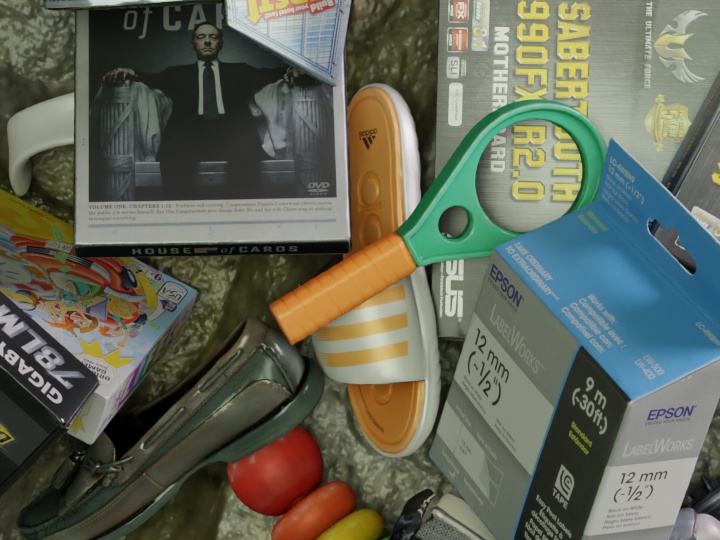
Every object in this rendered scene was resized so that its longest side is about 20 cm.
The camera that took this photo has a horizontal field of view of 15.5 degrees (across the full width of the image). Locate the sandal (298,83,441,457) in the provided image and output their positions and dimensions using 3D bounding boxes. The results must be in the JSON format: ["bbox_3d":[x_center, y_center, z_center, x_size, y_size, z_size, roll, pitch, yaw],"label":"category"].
[{"bbox_3d":[-0.005,0.000,1.455,0.059,0.079,0.208,-1,83,-36],"label":"sandal"}]

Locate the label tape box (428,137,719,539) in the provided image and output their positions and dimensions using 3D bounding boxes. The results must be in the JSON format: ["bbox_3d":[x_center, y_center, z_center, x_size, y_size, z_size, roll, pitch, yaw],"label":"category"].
[{"bbox_3d":[0.115,0.053,1.358,0.066,0.143,0.201,-4,124,-29],"label":"label tape box"}]

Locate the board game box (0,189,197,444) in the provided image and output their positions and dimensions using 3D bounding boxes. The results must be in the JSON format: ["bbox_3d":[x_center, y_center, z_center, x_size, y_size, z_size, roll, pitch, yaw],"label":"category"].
[{"bbox_3d":[-0.205,0.008,1.455,0.199,0.135,0.034,27,121,5],"label":"board game box"}]

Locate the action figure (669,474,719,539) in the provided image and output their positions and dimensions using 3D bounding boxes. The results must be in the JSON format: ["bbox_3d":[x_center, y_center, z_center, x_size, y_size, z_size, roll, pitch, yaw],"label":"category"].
[{"bbox_3d":[0.206,0.168,1.426,0.193,0.105,0.200,45,99,-6],"label":"action figure"}]

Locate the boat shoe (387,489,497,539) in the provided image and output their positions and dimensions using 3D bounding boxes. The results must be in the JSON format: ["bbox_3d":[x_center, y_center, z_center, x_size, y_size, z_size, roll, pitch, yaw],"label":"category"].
[{"bbox_3d":[0.086,0.207,1.392,0.199,0.093,0.075,32,136,10],"label":"boat shoe"}]

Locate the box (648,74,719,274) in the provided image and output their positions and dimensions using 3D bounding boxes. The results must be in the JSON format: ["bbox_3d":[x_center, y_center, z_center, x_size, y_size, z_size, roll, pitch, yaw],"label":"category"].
[{"bbox_3d":[0.268,-0.036,1.403,0.199,0.048,0.159,30,88,-8],"label":"box"}]

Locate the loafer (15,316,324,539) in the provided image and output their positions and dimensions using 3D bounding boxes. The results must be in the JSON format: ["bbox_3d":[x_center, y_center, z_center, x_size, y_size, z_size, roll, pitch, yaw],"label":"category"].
[{"bbox_3d":[-0.116,0.089,1.463,0.199,0.072,0.063,-31,117,15],"label":"loafer"}]

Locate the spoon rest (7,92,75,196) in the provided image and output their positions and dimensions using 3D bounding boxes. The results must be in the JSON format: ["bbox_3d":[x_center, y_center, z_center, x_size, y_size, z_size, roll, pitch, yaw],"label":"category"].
[{"bbox_3d":[-0.106,-0.081,1.473,0.199,0.061,0.100,-9,72,8],"label":"spoon rest"}]

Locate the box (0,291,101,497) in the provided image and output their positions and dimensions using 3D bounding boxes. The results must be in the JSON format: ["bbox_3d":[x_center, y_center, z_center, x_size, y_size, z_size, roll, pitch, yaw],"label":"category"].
[{"bbox_3d":[-0.267,0.055,1.397,0.200,0.050,0.198,42,128,-7],"label":"box"}]

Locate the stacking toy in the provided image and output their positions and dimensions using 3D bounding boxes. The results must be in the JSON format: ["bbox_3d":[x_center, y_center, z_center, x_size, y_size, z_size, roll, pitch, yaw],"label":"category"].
[{"bbox_3d":[-0.002,0.167,1.468,0.085,0.085,0.200,-38,80,6],"label":"stacking toy"}]

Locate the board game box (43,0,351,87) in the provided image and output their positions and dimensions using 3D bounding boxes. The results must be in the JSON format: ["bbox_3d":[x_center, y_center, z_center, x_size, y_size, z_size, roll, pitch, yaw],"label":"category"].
[{"bbox_3d":[-0.072,-0.193,1.390,0.199,0.062,0.201,-5,97,-4],"label":"board game box"}]

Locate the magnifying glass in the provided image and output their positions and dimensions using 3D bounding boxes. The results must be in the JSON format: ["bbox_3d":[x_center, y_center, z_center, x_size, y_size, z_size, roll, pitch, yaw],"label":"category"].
[{"bbox_3d":[0.043,-0.022,1.406,0.199,0.022,0.080,-30,110,-4],"label":"magnifying glass"}]

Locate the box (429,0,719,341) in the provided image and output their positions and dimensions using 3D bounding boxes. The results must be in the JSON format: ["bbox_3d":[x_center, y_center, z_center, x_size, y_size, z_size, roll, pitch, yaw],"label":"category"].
[{"bbox_3d":[0.119,-0.059,1.457,0.157,0.048,0.201,3,92,7],"label":"box"}]

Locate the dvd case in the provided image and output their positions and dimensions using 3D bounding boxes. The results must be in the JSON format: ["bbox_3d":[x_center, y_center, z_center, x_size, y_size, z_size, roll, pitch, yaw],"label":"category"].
[{"bbox_3d":[-0.082,-0.104,1.447,0.149,0.025,0.201,-1,69,-2],"label":"dvd case"}]
